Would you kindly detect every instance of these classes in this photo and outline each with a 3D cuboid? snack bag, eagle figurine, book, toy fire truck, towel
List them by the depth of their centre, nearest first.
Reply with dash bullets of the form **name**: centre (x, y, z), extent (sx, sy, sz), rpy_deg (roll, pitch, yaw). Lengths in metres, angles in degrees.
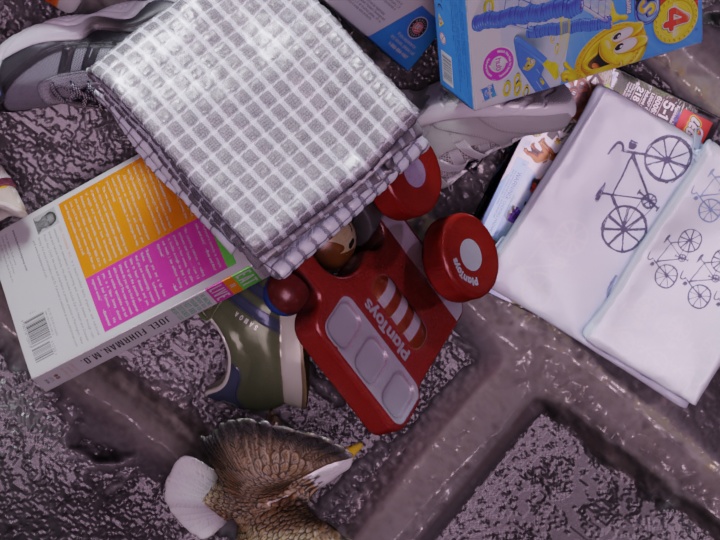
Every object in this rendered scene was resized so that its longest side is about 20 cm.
- **towel**: centre (-0.070, -0.114, 1.539), extent (0.166, 0.086, 0.200), rpy_deg (-40, 78, -14)
- **toy fire truck**: centre (0.000, 0.000, 1.617), extent (0.112, 0.168, 0.200), rpy_deg (-15, 122, 40)
- **book**: centre (-0.173, -0.011, 1.647), extent (0.200, 0.048, 0.134), rpy_deg (-26, 59, 7)
- **eagle figurine**: centre (-0.060, 0.171, 1.653), extent (0.152, 0.200, 0.151), rpy_deg (29, 97, -9)
- **snack bag**: centre (0.217, -0.021, 1.662), extent (0.200, 0.021, 0.189), rpy_deg (32, 100, -2)

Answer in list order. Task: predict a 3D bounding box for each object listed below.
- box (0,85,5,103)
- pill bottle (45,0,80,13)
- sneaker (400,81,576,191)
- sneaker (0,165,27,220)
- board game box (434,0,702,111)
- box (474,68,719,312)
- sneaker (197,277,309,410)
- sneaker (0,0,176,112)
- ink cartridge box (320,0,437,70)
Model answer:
- **box**: centre (-0.354, -0.201, 1.593), extent (0.136, 0.038, 0.200), rpy_deg (-2, 121, 25)
- **pill bottle**: centre (-0.270, -0.286, 1.603), extent (0.200, 0.114, 0.114), rpy_deg (30, 96, -9)
- **sneaker**: centre (0.072, -0.103, 1.675), extent (0.200, 0.075, 0.082), rpy_deg (-8, 116, 22)
- **sneaker**: centre (-0.346, -0.010, 1.656), extent (0.200, 0.075, 0.090), rpy_deg (-43, 79, 4)
- **board game box**: centre (0.148, -0.237, 1.570), extent (0.196, 0.056, 0.200), rpy_deg (-18, 123, -19)
- **box**: centre (0.174, -0.059, 1.706), extent (0.136, 0.038, 0.200), rpy_deg (24, 97, -7)
- **sneaker**: centre (-0.091, 0.012, 1.691), extent (0.090, 0.067, 0.201), rpy_deg (-5, 96, 3)
- **sneaker**: centre (-0.186, -0.133, 1.629), extent (0.200, 0.076, 0.114), rpy_deg (-17, 63, 2)
- **ink cartridge box**: centre (0.044, -0.268, 1.609), extent (0.200, 0.146, 0.084), rpy_deg (-51, 58, 4)
